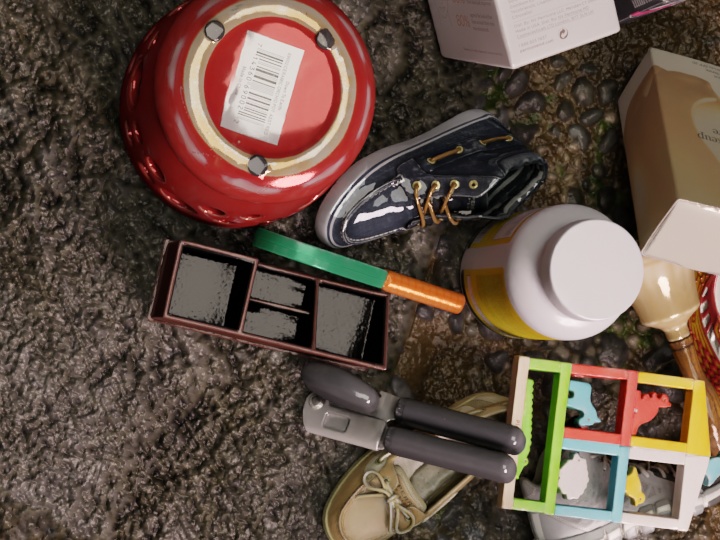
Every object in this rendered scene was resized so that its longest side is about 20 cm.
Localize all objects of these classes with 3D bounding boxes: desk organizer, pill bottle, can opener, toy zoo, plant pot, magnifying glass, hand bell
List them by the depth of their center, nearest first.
[{"bbox_3d":[-0.086,-0.137,1.444,0.199,0.182,0.202,0,89,-17],"label":"plant pot"},{"bbox_3d":[0.162,0.002,1.492,0.111,0.200,0.113,0,89,-14],"label":"pill bottle"},{"bbox_3d":[-0.071,0.030,1.494,0.199,0.077,0.072,14,85,-14],"label":"desk organizer"},{"bbox_3d":[0.039,0.131,1.495,0.199,0.067,0.053,15,69,16],"label":"can opener"},{"bbox_3d":[0.000,0.000,1.522,0.199,0.080,0.023,20,89,-24],"label":"magnifying glass"},{"bbox_3d":[0.221,0.150,1.524,0.199,0.020,0.132,7,86,-10],"label":"toy zoo"},{"bbox_3d":[0.287,0.070,1.575,0.104,0.104,0.201,-22,95,-14],"label":"hand bell"}]

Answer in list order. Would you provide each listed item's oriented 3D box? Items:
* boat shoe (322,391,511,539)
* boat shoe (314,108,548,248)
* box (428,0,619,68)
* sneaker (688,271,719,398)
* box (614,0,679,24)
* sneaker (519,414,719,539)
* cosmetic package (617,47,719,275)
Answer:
[{"bbox_3d":[0.056,0.173,1.531,0.200,0.063,0.073,-31,96,-14],"label":"boat shoe"},{"bbox_3d":[0.062,-0.066,1.505,0.200,0.091,0.071,-32,137,-21],"label":"boat shoe"},{"bbox_3d":[0.119,-0.284,1.493,0.106,0.152,0.201,-20,107,-16],"label":"box"},{"bbox_3d":[0.334,0.019,1.615,0.077,0.073,0.201,-9,96,-35],"label":"sneaker"},{"bbox_3d":[0.251,-0.278,1.522,0.122,0.200,0.107,-22,94,-14],"label":"box"},{"bbox_3d":[0.232,0.175,1.573,0.199,0.075,0.116,-20,91,-13],"label":"sneaker"},{"bbox_3d":[0.290,-0.094,1.537,0.105,0.071,0.201,13,44,-15],"label":"cosmetic package"}]
